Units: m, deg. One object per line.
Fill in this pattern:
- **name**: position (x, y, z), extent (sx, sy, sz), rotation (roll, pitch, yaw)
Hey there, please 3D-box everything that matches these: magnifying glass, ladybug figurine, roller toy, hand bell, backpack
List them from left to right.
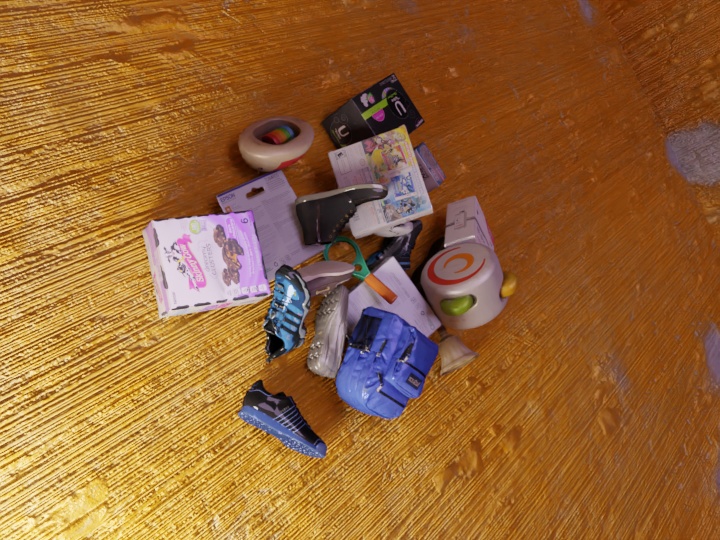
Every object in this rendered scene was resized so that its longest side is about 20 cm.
- **ladybug figurine**: position (-0.177, -0.267, 1.595), extent (0.135, 0.072, 0.200), rotation (30, 42, 21)
- **magnifying glass**: position (0.000, 0.000, 1.635), extent (0.200, 0.022, 0.080), rotation (42, 70, 12)
- **backpack**: position (0.050, 0.198, 1.534), extent (0.162, 0.167, 0.201), rotation (37, 74, -36)
- **hand bell**: position (0.189, 0.138, 1.788), extent (0.104, 0.104, 0.201), rotation (-12, 68, -44)
- **roller toy**: position (0.242, 0.038, 1.719), extent (0.199, 0.182, 0.140), rotation (-36, 124, -15)

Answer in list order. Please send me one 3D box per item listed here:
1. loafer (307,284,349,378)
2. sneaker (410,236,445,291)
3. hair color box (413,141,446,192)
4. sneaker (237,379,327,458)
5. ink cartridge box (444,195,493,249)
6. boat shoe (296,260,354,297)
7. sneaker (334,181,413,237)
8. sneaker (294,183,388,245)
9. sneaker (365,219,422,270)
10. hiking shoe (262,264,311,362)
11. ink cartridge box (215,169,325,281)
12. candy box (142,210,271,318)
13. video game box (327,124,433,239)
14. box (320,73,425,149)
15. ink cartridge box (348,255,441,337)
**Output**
- **loafer**: position (-0.057, 0.127, 1.565), extent (0.070, 0.070, 0.201), rotation (33, 60, -34)
- **sneaker**: position (0.190, -0.003, 1.840), extent (0.076, 0.070, 0.200), rotation (50, 47, -16)
- **hair color box**: position (0.087, -0.201, 1.735), extent (0.100, 0.199, 0.061), rotation (56, 35, -10)
- **sneaker**: position (-0.135, 0.283, 1.421), extent (0.200, 0.070, 0.078), rotation (37, 58, -24)
- **ink cartridge box**: position (0.274, -0.070, 1.875), extent (0.147, 0.082, 0.201), rotation (61, 23, -28)
- **boat shoe**: position (-0.092, 0.025, 1.547), extent (0.199, 0.072, 0.060), rotation (-15, 116, -45)
- **sneaker**: position (0.027, -0.144, 1.704), extent (0.198, 0.075, 0.116), rotation (7, 77, -14)
- **sneaker**: position (-0.032, -0.116, 1.575), extent (0.075, 0.198, 0.107), rotation (43, 35, -83)
- **sneaker**: position (0.090, -0.045, 1.774), extent (0.200, 0.073, 0.082), rotation (-47, 110, -33)
- **hiking shoe**: position (-0.145, 0.085, 1.430), extent (0.087, 0.074, 0.201), rotation (-39, 140, -43)
- **ink cartridge box**: position (-0.190, -0.090, 1.550), extent (0.199, 0.040, 0.201), rotation (-32, 94, -45)
- **candy box**: position (-0.283, -0.014, 1.384), extent (0.199, 0.071, 0.169), rotation (-9, 81, -33)
- **video game box**: position (0.044, -0.192, 1.633), extent (0.047, 0.181, 0.201), rotation (37, 35, -76)
- **box**: position (0.031, -0.357, 1.809), extent (0.149, 0.124, 0.200), rotation (55, 44, -9)
- **ink cartridge box**: position (0.053, 0.105, 1.670), extent (0.200, 0.043, 0.197), rotation (-39, 101, -18)
